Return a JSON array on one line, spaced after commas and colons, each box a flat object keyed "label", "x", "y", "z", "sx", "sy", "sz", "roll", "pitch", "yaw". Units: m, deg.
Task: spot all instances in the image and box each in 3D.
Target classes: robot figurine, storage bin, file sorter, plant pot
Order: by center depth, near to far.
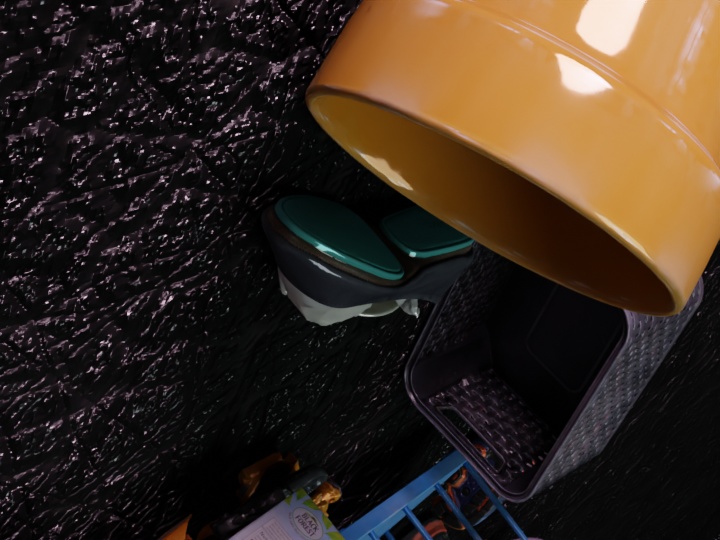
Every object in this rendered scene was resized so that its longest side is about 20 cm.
[{"label": "plant pot", "x": 0.103, "y": -0.108, "z": 0.633, "sx": 0.184, "sy": 0.199, "sz": 0.200, "roll": -60, "pitch": 156, "yaw": -6}, {"label": "robot figurine", "x": -0.099, "y": 0.199, "z": 0.919, "sx": 0.199, "sy": 0.058, "sz": 0.146, "roll": -36, "pitch": 154, "yaw": -20}, {"label": "storage bin", "x": 0.131, "y": 0.046, "z": 0.952, "sx": 0.093, "sy": 0.135, "sz": 0.201, "roll": -20, "pitch": 146, "yaw": -42}, {"label": "file sorter", "x": 0.030, "y": 0.257, "z": 1.085, "sx": 0.199, "sy": 0.123, "sz": 0.139, "roll": -26, "pitch": 163, "yaw": -50}]

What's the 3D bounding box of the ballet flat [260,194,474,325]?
[{"label": "ballet flat", "x": 0.000, "y": 0.000, "z": 0.759, "sx": 0.073, "sy": 0.073, "sz": 0.199, "roll": -55, "pitch": 156, "yaw": 21}]

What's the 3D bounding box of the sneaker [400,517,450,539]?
[{"label": "sneaker", "x": 0.060, "y": 0.330, "z": 1.349, "sx": 0.077, "sy": 0.082, "sz": 0.201, "roll": -31, "pitch": 152, "yaw": -29}]

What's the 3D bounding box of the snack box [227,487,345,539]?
[{"label": "snack box", "x": -0.080, "y": 0.244, "z": 0.884, "sx": 0.142, "sy": 0.053, "sz": 0.201, "roll": -31, "pitch": 150, "yaw": -25}]

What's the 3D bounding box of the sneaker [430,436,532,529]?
[{"label": "sneaker", "x": 0.146, "y": 0.153, "z": 1.242, "sx": 0.200, "sy": 0.076, "sz": 0.078, "roll": -43, "pitch": 166, "yaw": 14}]

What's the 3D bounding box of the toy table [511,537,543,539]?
[{"label": "toy table", "x": 0.155, "y": 0.391, "z": 1.504, "sx": 0.201, "sy": 0.183, "sz": 0.117, "roll": -58, "pitch": 172, "yaw": -1}]

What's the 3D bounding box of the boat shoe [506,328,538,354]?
[{"label": "boat shoe", "x": 0.176, "y": 0.040, "z": 1.121, "sx": 0.199, "sy": 0.071, "sz": 0.063, "roll": 1, "pitch": 105, "yaw": -63}]
